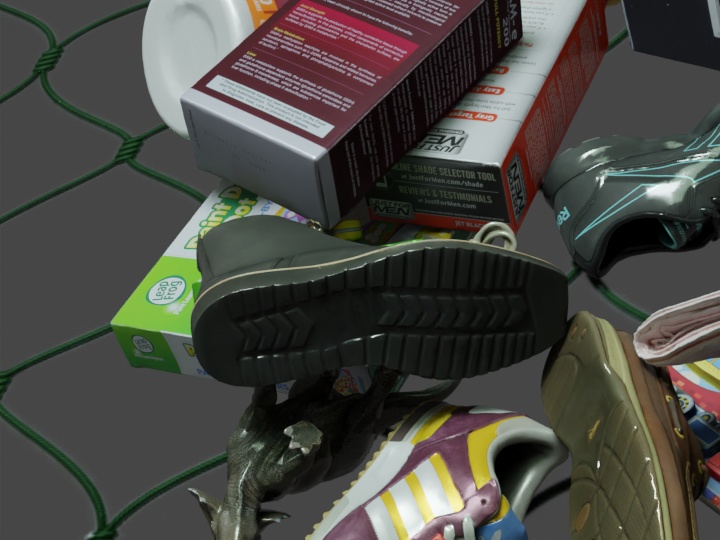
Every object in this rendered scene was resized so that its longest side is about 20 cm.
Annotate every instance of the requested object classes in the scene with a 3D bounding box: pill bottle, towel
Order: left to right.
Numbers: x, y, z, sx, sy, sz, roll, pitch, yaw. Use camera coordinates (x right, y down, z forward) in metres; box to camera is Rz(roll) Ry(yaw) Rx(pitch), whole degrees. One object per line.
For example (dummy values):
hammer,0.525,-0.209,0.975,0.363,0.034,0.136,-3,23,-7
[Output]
pill bottle,-0.034,-0.147,1.247,0.199,0.115,0.114,-8,25,-39
towel,0.262,0.010,0.912,0.199,0.032,0.191,-7,-8,-20

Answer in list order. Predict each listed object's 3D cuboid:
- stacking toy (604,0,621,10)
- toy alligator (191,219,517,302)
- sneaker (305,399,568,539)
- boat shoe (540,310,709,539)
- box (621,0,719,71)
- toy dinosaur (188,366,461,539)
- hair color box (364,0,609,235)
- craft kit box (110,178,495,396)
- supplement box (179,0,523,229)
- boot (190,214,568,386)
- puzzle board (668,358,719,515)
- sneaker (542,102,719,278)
stacking toy,0.176,-0.227,1.333,0.085,0.086,0.200,24,60,43
toy alligator,0.000,0.000,1.099,0.199,0.060,0.054,-9,-1,15
sneaker,0.034,0.144,0.957,0.090,0.075,0.200,4,45,35
boat shoe,0.144,0.099,0.938,0.067,0.072,0.200,18,34,-18
box,0.300,-0.219,1.242,0.199,0.104,0.182,19,52,40
toy dinosaur,-0.028,0.091,1.041,0.077,0.102,0.200,41,50,16
hair color box,0.080,-0.113,1.185,0.101,0.061,0.200,8,45,25
craft kit box,-0.027,-0.007,1.194,0.197,0.049,0.200,5,45,33
supplement box,-0.002,-0.123,1.124,0.109,0.061,0.200,26,57,30
boot,0.004,-0.001,1.023,0.199,0.078,0.138,0,22,-8
puzzle board,0.239,0.078,0.986,0.150,0.017,0.200,-34,40,-15
sneaker,0.212,-0.052,1.125,0.199,0.075,0.080,-20,51,12
